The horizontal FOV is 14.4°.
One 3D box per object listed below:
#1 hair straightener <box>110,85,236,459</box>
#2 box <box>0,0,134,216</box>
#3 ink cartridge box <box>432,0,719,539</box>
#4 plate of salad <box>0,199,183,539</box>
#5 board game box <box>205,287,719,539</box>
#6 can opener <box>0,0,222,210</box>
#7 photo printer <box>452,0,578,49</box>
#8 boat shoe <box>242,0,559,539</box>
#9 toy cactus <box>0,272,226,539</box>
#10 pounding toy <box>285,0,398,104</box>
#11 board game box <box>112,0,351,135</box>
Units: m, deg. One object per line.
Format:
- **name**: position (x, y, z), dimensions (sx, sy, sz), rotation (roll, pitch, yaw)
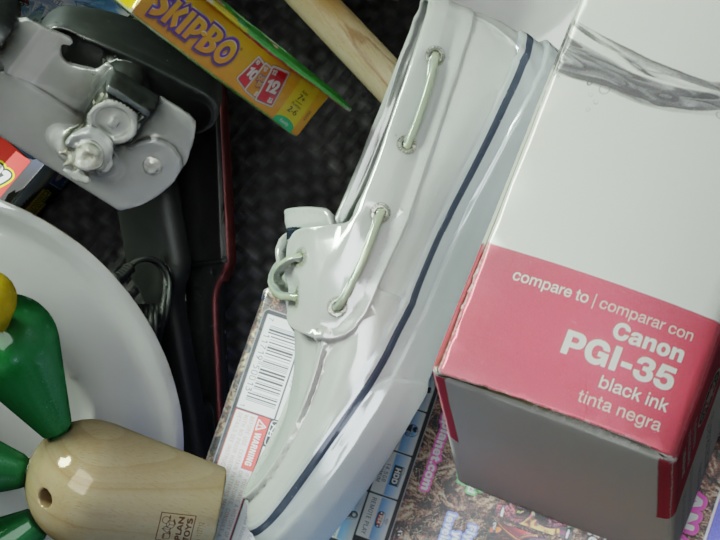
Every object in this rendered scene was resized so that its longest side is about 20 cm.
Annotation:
- **hair straightener**: position (-0.085, 0.019, 1.091), dimensions (0.041, 0.077, 0.201), rotation (2, 93, 47)
- **box**: position (-0.170, -0.126, 1.147), dimensions (0.200, 0.040, 0.137), rotation (41, 90, 14)
- **ink cartridge box**: position (0.099, -0.024, 0.935), dimensions (0.083, 0.147, 0.200), rotation (19, 75, 12)
- **plate of salad**: position (-0.164, 0.061, 1.051), dimensions (0.199, 0.048, 0.201), rotation (0, 109, 0)
- **board game box**: position (0.040, 0.116, 1.040), dimensions (0.199, 0.097, 0.160), rotation (18, 86, 13)
- **can opener**: position (-0.145, -0.089, 1.031), dimensions (0.200, 0.067, 0.053), rotation (30, 124, -17)
- **photo printer**: position (0.123, -0.058, 1.063), dimensions (0.199, 0.069, 0.167), rotation (20, 86, 14)
- **boat shoe**: position (0.000, 0.000, 0.974), dimensions (0.067, 0.074, 0.200), rotation (30, 78, -9)
- **toy cactus**: position (-0.129, 0.066, 0.981), dimensions (0.164, 0.102, 0.201), rotation (11, 102, -5)
- **pounding toy**: position (-0.041, -0.160, 1.041), dimensions (0.142, 0.200, 0.184), rotation (-59, 33, -3)
- **board game box**: position (-0.087, -0.112, 1.016), dimensions (0.030, 0.095, 0.200), rotation (-54, 46, 1)
